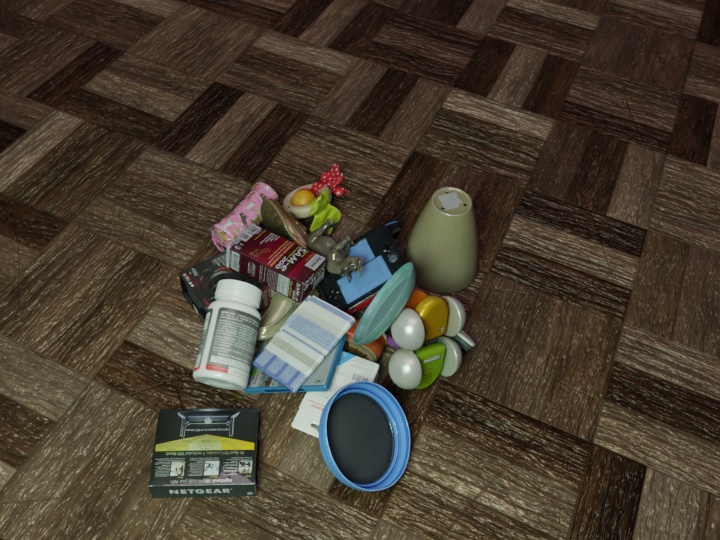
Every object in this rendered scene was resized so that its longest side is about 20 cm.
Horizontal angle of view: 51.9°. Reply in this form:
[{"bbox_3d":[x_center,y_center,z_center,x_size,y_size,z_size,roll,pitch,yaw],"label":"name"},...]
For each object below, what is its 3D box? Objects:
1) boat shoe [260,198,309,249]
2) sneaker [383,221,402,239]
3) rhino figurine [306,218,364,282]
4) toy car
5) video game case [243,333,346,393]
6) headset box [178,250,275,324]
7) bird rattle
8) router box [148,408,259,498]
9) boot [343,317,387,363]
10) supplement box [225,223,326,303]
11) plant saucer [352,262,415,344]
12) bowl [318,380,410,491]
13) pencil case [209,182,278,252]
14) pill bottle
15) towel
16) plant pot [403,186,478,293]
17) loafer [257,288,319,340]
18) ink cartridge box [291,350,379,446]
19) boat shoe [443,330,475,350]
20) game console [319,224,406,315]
[{"bbox_3d":[-0.166,-0.087,1.763,0.067,0.072,0.201,-25,73,-47],"label":"boat shoe"},{"bbox_3d":[0.053,-0.030,1.746,0.081,0.071,0.202,21,57,13],"label":"sneaker"},{"bbox_3d":[-0.052,-0.039,1.668,0.087,0.060,0.200,-45,50,-1],"label":"rhino figurine"},{"bbox_3d":[0.116,0.137,1.527,0.173,0.205,0.149,-13,24,-38],"label":"toy car"},{"bbox_3d":[-0.134,0.188,1.514,0.196,0.018,0.145,-6,43,26],"label":"video game case"},{"bbox_3d":[-0.284,0.033,1.659,0.197,0.076,0.149,-27,55,-25],"label":"headset box"},{"bbox_3d":[-0.118,-0.186,1.853,0.159,0.114,0.203,-7,44,12],"label":"bird rattle"},{"bbox_3d":[-0.290,0.343,1.400,0.195,0.053,0.160,1,49,-4],"label":"router box"},{"bbox_3d":[-0.035,0.134,1.598,0.197,0.076,0.107,29,44,15],"label":"boot"},{"bbox_3d":[-0.185,-0.018,1.616,0.197,0.062,0.109,25,41,15],"label":"supplement box"},{"bbox_3d":[0.053,0.073,1.505,0.027,0.200,0.202,36,50,-9],"label":"plant saucer"},{"bbox_3d":[0.007,0.312,1.391,0.197,0.039,0.205,16,62,-32],"label":"bowl"},{"bbox_3d":[-0.281,-0.131,1.800,0.086,0.083,0.201,35,54,5],"label":"pencil case"},{"bbox_3d":[-0.265,0.131,1.506,0.111,0.114,0.204,9,71,4],"label":"pill bottle"},{"bbox_3d":[-0.115,0.146,1.509,0.145,0.024,0.201,23,63,39],"label":"towel"},{"bbox_3d":[0.197,-0.086,1.713,0.183,0.202,0.190,1,48,-2],"label":"plant pot"},{"bbox_3d":[-0.172,0.080,1.616,0.075,0.069,0.200,-7,27,42],"label":"loafer"},{"bbox_3d":[-0.049,0.264,1.476,0.114,0.069,0.202,18,50,13],"label":"ink cartridge box"},{"bbox_3d":[0.158,0.128,1.630,0.198,0.073,0.063,31,96,13],"label":"boat shoe"},{"bbox_3d":[0.000,0.000,1.666,0.197,0.031,0.179,-29,53,3],"label":"game console"}]
